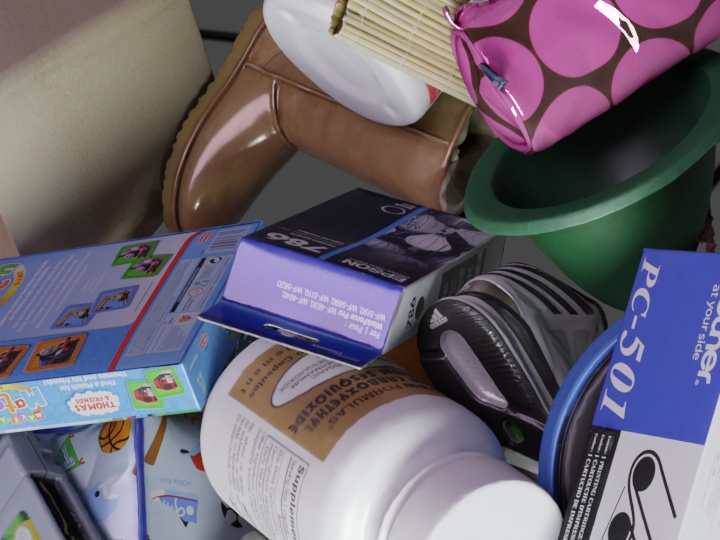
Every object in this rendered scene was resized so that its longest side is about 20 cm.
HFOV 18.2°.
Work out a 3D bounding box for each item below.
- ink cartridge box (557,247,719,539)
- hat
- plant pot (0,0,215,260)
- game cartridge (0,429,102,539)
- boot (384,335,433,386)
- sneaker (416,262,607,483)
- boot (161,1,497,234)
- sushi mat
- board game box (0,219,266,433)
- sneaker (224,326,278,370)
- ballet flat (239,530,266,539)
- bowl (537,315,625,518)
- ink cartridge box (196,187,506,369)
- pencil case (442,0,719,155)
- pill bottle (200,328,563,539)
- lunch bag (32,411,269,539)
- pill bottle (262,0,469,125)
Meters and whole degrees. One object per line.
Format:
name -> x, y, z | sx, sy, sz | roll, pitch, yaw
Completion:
ink cartridge box -> 0.145, 0.092, 1.040 | 0.094, 0.044, 0.201 | 5, 76, 62
hat -> 0.164, 0.002, 1.235 | 0.165, 0.176, 0.200 | -15, 28, 32
plant pot -> -0.201, -0.119, 1.432 | 0.177, 0.200, 0.200 | -35, 49, -17
game cartridge -> -0.178, 0.200, 1.216 | 0.134, 0.040, 0.200 | -58, 47, 24
boot -> 0.036, 0.132, 1.263 | 0.144, 0.071, 0.202 | -22, 68, 25
sneaker -> 0.121, 0.082, 1.208 | 0.076, 0.115, 0.201 | -26, 95, 42
boot -> -0.017, -0.070, 1.368 | 0.200, 0.066, 0.176 | 24, 92, 39
sushi mat -> 0.063, -0.143, 1.241 | 0.012, 0.200, 0.096 | 25, 93, 41
board game box -> -0.162, 0.035, 1.279 | 0.199, 0.037, 0.151 | -7, 30, 21
sneaker -> -0.078, 0.032, 1.375 | 0.199, 0.079, 0.096 | -2, 78, 39
ballet flat -> 0.015, 0.200, 1.210 | 0.064, 0.199, 0.067 | -64, 4, -27
bowl -> 0.187, 0.104, 1.110 | 0.200, 0.039, 0.202 | 0, 87, 8
ink cartridge box -> 0.000, 0.000, 1.221 | 0.099, 0.200, 0.039 | 17, 109, 19
pencil case -> 0.145, -0.148, 1.206 | 0.200, 0.091, 0.094 | -32, 96, -5
pill bottle -> 0.011, 0.110, 1.149 | 0.200, 0.114, 0.115 | 30, 95, 53
lunch bag -> -0.099, 0.185, 1.286 | 0.124, 0.170, 0.201 | -20, 64, 37
pill bottle -> 0.044, -0.192, 1.296 | 0.114, 0.114, 0.200 | 24, 70, 40
